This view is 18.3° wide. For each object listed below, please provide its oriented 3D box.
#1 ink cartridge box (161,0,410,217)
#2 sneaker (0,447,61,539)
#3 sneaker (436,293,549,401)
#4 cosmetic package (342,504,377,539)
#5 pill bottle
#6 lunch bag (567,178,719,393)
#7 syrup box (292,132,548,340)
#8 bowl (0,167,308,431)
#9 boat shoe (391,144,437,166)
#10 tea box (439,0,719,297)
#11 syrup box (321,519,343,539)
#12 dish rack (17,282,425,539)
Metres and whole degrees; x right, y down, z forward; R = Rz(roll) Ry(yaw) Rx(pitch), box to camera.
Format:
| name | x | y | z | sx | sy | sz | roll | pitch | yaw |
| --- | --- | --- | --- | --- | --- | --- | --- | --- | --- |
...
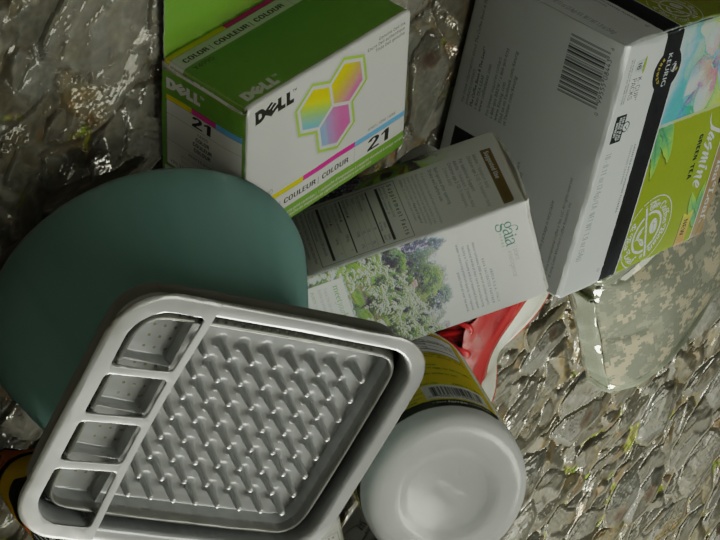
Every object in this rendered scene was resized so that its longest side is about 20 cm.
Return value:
| name | x | y | z | sx | sy | sz | roll | pitch | yaw |
| --- | --- | --- | --- | --- | --- | --- | --- | --- | --- |
| ink cartridge box | -0.043 | -0.139 | 1.317 | 0.147 | 0.076 | 0.201 | -35 | 144 | -35 |
| sneaker | -0.138 | 0.142 | 1.389 | 0.199 | 0.090 | 0.070 | 16 | 102 | -43 |
| sneaker | 0.062 | 0.044 | 1.667 | 0.201 | 0.078 | 0.116 | -63 | 144 | -17 |
| cosmetic package | 0.005 | 0.267 | 1.662 | 0.051 | 0.200 | 0.151 | 33 | 87 | -19 |
| pill bottle | 0.035 | 0.108 | 1.531 | 0.111 | 0.200 | 0.113 | -5 | 113 | -11 |
| lunch bag | 0.228 | -0.019 | 1.795 | 0.200 | 0.117 | 0.165 | -50 | 151 | -24 |
| syrup box | 0.012 | -0.006 | 1.416 | 0.198 | 0.082 | 0.079 | -20 | 130 | -2 |
| bowl | -0.109 | 0.052 | 1.288 | 0.199 | 0.105 | 0.202 | -13 | 133 | -14 |
| boat shoe | 0.000 | 0.000 | 1.513 | 0.073 | 0.067 | 0.200 | 36 | 111 | -27 |
| tea box | 0.171 | -0.117 | 1.601 | 0.196 | 0.133 | 0.201 | -23 | 135 | -46 |
| syrup box | -0.060 | 0.180 | 1.549 | 0.081 | 0.079 | 0.201 | -25 | 142 | -10 |
| dish rack | -0.079 | 0.079 | 1.221 | 0.199 | 0.044 | 0.172 | 12 | 122 | -33 |
